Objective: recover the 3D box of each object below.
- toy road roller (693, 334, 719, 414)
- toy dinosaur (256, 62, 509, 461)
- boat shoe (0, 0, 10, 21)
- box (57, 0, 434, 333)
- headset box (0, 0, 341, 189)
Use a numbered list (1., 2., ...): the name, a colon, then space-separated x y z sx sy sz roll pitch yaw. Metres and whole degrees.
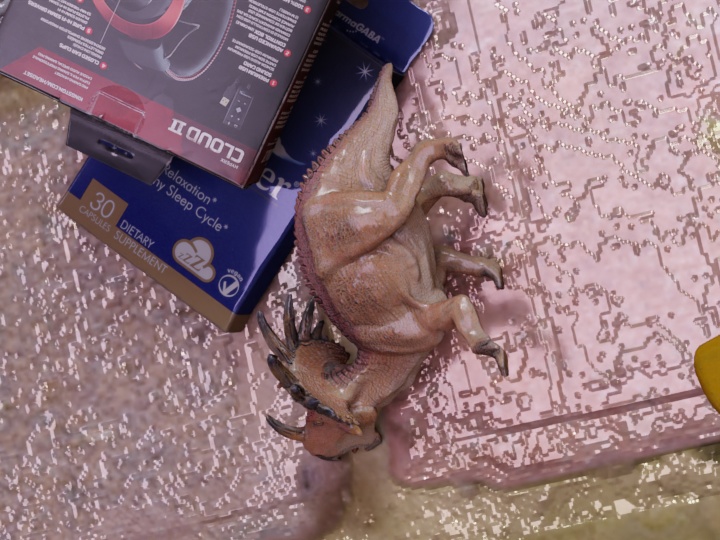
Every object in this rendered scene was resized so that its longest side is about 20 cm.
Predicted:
1. toy road roller: 0.252 0.059 1.062 0.146 0.123 0.200 -30 78 28
2. toy dinosaur: 0.000 0.000 1.143 0.135 0.086 0.201 -11 94 9
3. boat shoe: -0.192 -0.179 1.225 0.202 0.065 0.075 -33 80 13
4. box: -0.062 -0.083 1.202 0.121 0.032 0.200 35 98 15
5. headset box: -0.088 -0.144 1.140 0.148 0.075 0.200 25 95 2
